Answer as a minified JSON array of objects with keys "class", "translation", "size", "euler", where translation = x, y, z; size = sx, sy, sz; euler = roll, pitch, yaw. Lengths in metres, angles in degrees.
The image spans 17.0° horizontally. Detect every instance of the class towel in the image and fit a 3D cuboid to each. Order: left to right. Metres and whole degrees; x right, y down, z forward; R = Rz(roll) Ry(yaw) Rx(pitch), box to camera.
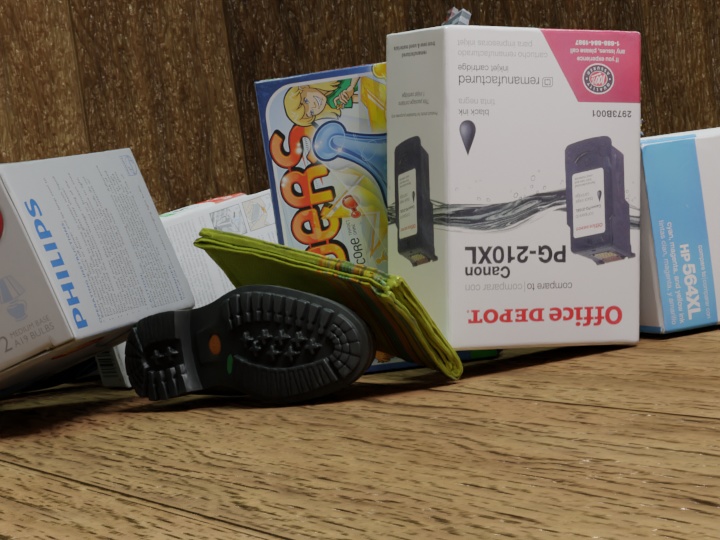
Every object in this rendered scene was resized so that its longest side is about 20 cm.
[{"class":"towel","translation":[-0.023,0.020,1.492],"size":[0.200,0.086,0.018],"euler":[15,57,49]}]

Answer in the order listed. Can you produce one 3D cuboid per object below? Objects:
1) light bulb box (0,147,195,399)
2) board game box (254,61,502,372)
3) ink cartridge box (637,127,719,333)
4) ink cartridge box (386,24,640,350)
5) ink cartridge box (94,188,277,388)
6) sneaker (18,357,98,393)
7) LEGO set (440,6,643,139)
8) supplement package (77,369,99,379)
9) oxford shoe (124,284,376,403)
[{"class":"light bulb box","translation":[-0.247,0.017,1.580],"size":[0.198,0.125,0.200],"euler":[-25,-2,20]},{"class":"board game box","translation":[0.012,-0.035,1.574],"size":[0.135,0.200,0.034],"euler":[-8,5,11]},{"class":"ink cartridge box","translation":[0.256,-0.035,1.605],"size":[0.200,0.125,0.129],"euler":[-8,3,-19]},{"class":"ink cartridge box","translation":[0.096,-0.050,1.507],"size":[0.145,0.200,0.084],"euler":[-1,2,-27]},{"class":"ink cartridge box","translation":[-0.107,0.005,1.762],"size":[0.200,0.109,0.050],"euler":[-19,7,-27]},{"class":"sneaker","translation":[-0.274,0.066,1.770],"size":[0.200,0.070,0.078],"euler":[-13,9,8]},{"class":"LEGO set","translation":[0.089,-0.097,1.692],"size":[0.200,0.116,0.154],"euler":[25,-27,-12]},{"class":"supplement package","translation":[-0.161,0.016,1.907],"size":[0.200,0.110,0.114],"euler":[-10,3,-28]},{"class":"oxford shoe","translation":[-0.054,0.045,1.503],"size":[0.084,0.073,0.200],"euler":[-1,0,-44]}]
